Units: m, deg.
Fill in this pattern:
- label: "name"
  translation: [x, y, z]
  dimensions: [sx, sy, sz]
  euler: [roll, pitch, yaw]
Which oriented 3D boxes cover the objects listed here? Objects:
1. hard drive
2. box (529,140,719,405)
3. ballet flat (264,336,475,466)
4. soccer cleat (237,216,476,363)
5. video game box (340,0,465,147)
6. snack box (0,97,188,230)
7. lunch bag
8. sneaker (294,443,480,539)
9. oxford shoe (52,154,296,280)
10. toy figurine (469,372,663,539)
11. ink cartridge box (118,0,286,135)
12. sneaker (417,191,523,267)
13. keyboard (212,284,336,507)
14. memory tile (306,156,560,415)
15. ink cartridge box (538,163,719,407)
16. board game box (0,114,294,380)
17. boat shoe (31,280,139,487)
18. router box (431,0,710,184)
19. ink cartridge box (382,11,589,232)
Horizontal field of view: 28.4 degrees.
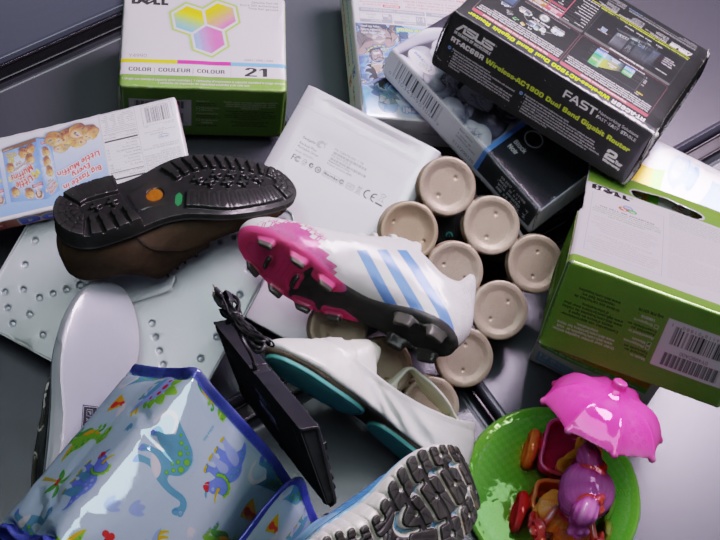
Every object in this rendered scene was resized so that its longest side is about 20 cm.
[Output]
- label: "hard drive"
  translation: [-0.035, -0.040, 1.204]
  dimensions: [0.131, 0.027, 0.201]
  euler: [28, 83, 12]
- label: "box"
  translation: [0.239, 0.003, 1.214]
  dimensions: [0.112, 0.102, 0.201]
  euler: [27, 62, 8]
- label: "ballet flat"
  translation: [0.012, 0.095, 1.127]
  dimensions: [0.199, 0.069, 0.070]
  euler: [36, 60, -18]
- label: "soccer cleat"
  translation: [0.000, 0.000, 1.136]
  dimensions: [0.199, 0.070, 0.087]
  euler: [27, 54, 1]
- label: "video game box"
  translation: [0.084, -0.200, 1.325]
  dimensions: [0.198, 0.047, 0.184]
  euler: [3, 59, -15]
- label: "snack box"
  translation: [-0.241, -0.085, 1.173]
  dimensions: [0.198, 0.024, 0.073]
  euler: [-13, 77, -1]
- label: "lunch bag"
  translation: [-0.132, 0.196, 1.042]
  dimensions: [0.170, 0.127, 0.200]
  euler: [-50, 118, -25]
- label: "sneaker"
  translation: [0.004, 0.189, 1.061]
  dimensions: [0.199, 0.090, 0.079]
  euler: [-27, 98, -34]
- label: "oxford shoe"
  translation: [-0.147, -0.040, 1.140]
  dimensions: [0.198, 0.085, 0.073]
  euler: [-12, 48, -19]
- label: "toy figurine"
  translation: [0.158, 0.162, 1.072]
  dimensions: [0.149, 0.184, 0.201]
  euler: [16, 61, 2]
- label: "ink cartridge box"
  translation: [-0.143, -0.228, 1.299]
  dimensions: [0.146, 0.076, 0.202]
  euler: [1, 63, -7]
- label: "sneaker"
  translation: [0.052, -0.043, 1.244]
  dimensions: [0.199, 0.076, 0.080]
  euler: [28, 74, 17]
- label: "keyboard"
  translation: [-0.069, 0.081, 1.055]
  dimensions: [0.020, 0.128, 0.200]
  euler: [-25, 28, -14]
- label: "memory tile"
  translation: [0.062, 0.020, 1.179]
  dimensions: [0.153, 0.017, 0.200]
  euler: [39, 83, -6]
- label: "ink cartridge box"
  translation: [0.229, 0.005, 1.119]
  dimensions: [0.147, 0.076, 0.200]
  euler: [20, 28, 4]
- label: "board game box"
  translation: [-0.183, 0.000, 1.177]
  dimensions: [0.199, 0.026, 0.201]
  euler: [27, 79, 8]
- label: "boat shoe"
  translation: [-0.222, 0.107, 1.109]
  dimensions: [0.068, 0.056, 0.202]
  euler: [21, 65, -36]
- label: "router box"
  translation: [0.181, -0.180, 1.211]
  dimensions: [0.199, 0.062, 0.150]
  euler: [33, 45, 9]
- label: "ink cartridge box"
  translation: [0.155, -0.162, 1.275]
  dimensions: [0.199, 0.043, 0.198]
  euler: [-35, 76, -30]
